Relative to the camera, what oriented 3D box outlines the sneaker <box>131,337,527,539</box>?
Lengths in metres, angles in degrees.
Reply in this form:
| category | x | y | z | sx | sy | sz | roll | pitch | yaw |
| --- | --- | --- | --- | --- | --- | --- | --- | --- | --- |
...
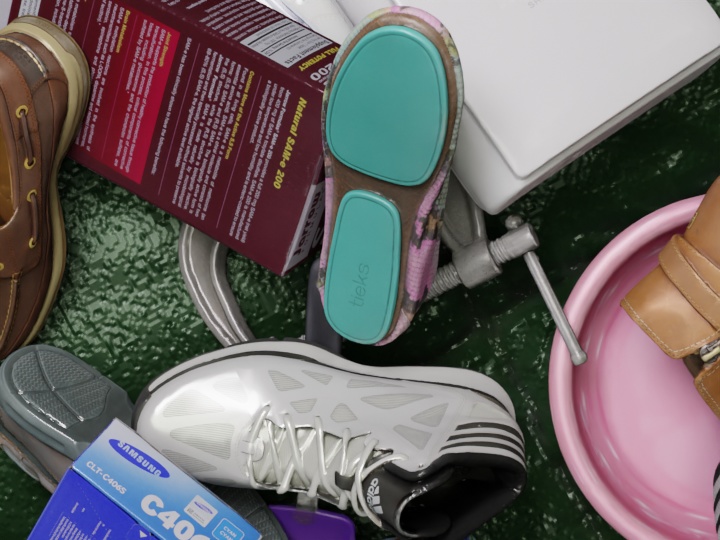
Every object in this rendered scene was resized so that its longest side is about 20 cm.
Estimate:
| category | x | y | z | sx | sy | sz | roll | pitch | yaw |
| --- | --- | --- | --- | --- | --- | --- | --- | --- | --- |
| sneaker | -0.013 | 0.086 | 0.884 | 0.199 | 0.115 | 0.076 | 1 | 105 | -6 |

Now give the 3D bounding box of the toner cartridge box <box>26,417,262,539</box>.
| category | x | y | z | sx | sy | sz | roll | pitch | yaw |
| --- | --- | --- | --- | --- | --- | --- | --- | --- | --- |
| toner cartridge box | -0.133 | 0.171 | 0.922 | 0.095 | 0.043 | 0.200 | 37 | 132 | 3 |

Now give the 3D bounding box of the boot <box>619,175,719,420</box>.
| category | x | y | z | sx | sy | sz | roll | pitch | yaw |
| --- | --- | --- | --- | --- | --- | --- | --- | --- | --- |
| boot | 0.242 | 0.031 | 0.898 | 0.200 | 0.077 | 0.155 | 44 | 99 | -7 |

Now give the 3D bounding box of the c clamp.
| category | x | y | z | sx | sy | sz | roll | pitch | yaw |
| --- | --- | --- | --- | --- | --- | --- | --- | --- | --- |
| c clamp | 0.000 | 0.000 | 0.962 | 0.199 | 0.027 | 0.172 | -21 | 83 | 17 |

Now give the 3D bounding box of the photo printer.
| category | x | y | z | sx | sy | sz | roll | pitch | yaw |
| --- | --- | --- | --- | --- | --- | --- | --- | --- | --- |
| photo printer | 0.073 | -0.152 | 0.935 | 0.166 | 0.069 | 0.201 | -33 | 84 | -22 |

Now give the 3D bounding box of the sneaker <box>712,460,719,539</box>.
| category | x | y | z | sx | sy | sz | roll | pitch | yaw |
| --- | --- | --- | --- | --- | --- | --- | --- | --- | --- |
| sneaker | 0.255 | 0.075 | 0.857 | 0.115 | 0.200 | 0.075 | 12 | 52 | -9 |

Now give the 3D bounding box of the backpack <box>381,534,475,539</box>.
| category | x | y | z | sx | sy | sz | roll | pitch | yaw |
| --- | --- | --- | --- | --- | --- | --- | --- | --- | --- |
| backpack | 0.041 | 0.225 | 0.903 | 0.153 | 0.200 | 0.192 | -14 | 84 | -4 |

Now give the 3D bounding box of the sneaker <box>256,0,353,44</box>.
| category | x | y | z | sx | sy | sz | roll | pitch | yaw |
| --- | --- | --- | --- | --- | --- | --- | --- | --- | --- |
| sneaker | -0.063 | -0.170 | 0.977 | 0.071 | 0.073 | 0.200 | -41 | 88 | -22 |

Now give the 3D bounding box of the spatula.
| category | x | y | z | sx | sy | sz | roll | pitch | yaw |
| --- | --- | --- | --- | --- | --- | --- | --- | --- | --- |
| spatula | -0.024 | 0.087 | 0.957 | 0.056 | 0.021 | 0.201 | 7 | 106 | 8 |

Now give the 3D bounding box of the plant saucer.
| category | x | y | z | sx | sy | sz | roll | pitch | yaw |
| --- | --- | --- | --- | --- | --- | --- | --- | --- | --- |
| plant saucer | 0.199 | 0.060 | 0.959 | 0.199 | 0.051 | 0.202 | 0 | 89 | 4 |

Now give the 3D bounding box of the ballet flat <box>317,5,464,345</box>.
| category | x | y | z | sx | sy | sz | roll | pitch | yaw |
| --- | --- | --- | --- | --- | --- | --- | --- | --- | --- |
| ballet flat | 0.018 | -0.053 | 0.871 | 0.069 | 0.071 | 0.201 | 21 | 132 | 16 |

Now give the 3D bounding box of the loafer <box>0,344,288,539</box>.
| category | x | y | z | sx | sy | sz | roll | pitch | yaw |
| --- | --- | --- | --- | --- | --- | --- | --- | --- | --- |
| loafer | -0.118 | 0.121 | 0.967 | 0.200 | 0.072 | 0.063 | 40 | 132 | 13 |

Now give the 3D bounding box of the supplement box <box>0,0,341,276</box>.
| category | x | y | z | sx | sy | sz | roll | pitch | yaw |
| --- | --- | --- | --- | --- | --- | --- | --- | --- | --- |
| supplement box | -0.095 | -0.095 | 0.934 | 0.199 | 0.061 | 0.109 | 30 | 122 | 15 |

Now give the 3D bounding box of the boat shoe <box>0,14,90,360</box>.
| category | x | y | z | sx | sy | sz | roll | pitch | yaw |
| --- | --- | --- | --- | --- | --- | --- | --- | --- | --- |
| boat shoe | -0.195 | -0.034 | 0.939 | 0.072 | 0.068 | 0.201 | 26 | 123 | 16 |
